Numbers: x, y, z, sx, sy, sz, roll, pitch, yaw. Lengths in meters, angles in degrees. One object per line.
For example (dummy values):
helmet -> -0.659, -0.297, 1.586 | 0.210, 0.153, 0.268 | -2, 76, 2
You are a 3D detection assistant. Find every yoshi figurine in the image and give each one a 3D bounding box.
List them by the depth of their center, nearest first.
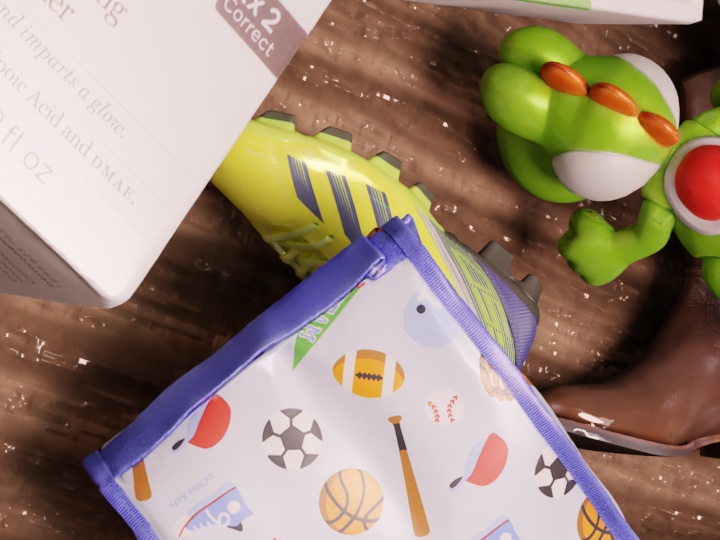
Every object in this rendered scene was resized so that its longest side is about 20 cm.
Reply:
yoshi figurine -> 0.141, -0.040, 1.257 | 0.199, 0.112, 0.113 | 32, 41, -3

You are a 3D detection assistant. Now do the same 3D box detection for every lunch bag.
lunch bag -> 0.003, 0.093, 1.160 | 0.170, 0.124, 0.200 | -39, 123, -1

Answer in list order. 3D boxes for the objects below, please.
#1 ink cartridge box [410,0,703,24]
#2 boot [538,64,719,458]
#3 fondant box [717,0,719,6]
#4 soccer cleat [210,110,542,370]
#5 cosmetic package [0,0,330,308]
ink cartridge box -> 0.081, -0.215, 1.243 | 0.145, 0.084, 0.201 | 3, 92, -38
boot -> 0.152, -0.012, 1.332 | 0.186, 0.064, 0.201 | 5, 89, -41
fondant box -> 0.232, -0.130, 1.340 | 0.144, 0.058, 0.201 | -36, 107, -49
soccer cleat -> 0.001, 0.000, 1.212 | 0.200, 0.065, 0.084 | 35, 75, -35
cosmetic package -> -0.129, -0.117, 1.038 | 0.165, 0.165, 0.200 | 46, 67, -32
